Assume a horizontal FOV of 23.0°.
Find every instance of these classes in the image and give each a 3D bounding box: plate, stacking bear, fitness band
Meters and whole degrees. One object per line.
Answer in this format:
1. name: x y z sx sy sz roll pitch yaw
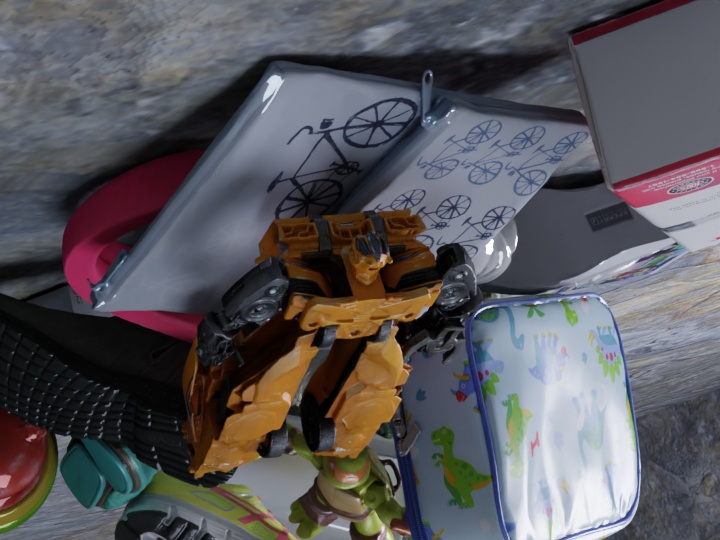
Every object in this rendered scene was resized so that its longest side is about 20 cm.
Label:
1. plate: -0.056 0.148 1.272 0.197 0.033 0.200 11 151 -3
2. stacking bear: -0.253 0.119 1.182 0.120 0.115 0.200 -12 172 -17
3. fitness band: -0.068 -0.011 0.936 0.142 0.038 0.199 -22 154 27

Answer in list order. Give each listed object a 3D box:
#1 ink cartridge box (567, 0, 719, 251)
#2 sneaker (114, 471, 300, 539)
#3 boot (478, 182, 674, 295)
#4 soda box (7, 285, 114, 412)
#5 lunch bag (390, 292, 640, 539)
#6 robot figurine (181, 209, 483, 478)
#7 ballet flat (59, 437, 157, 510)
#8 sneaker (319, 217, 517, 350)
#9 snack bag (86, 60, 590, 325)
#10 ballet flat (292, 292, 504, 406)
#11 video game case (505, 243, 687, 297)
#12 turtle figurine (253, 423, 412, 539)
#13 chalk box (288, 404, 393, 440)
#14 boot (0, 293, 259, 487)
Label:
1. ink cartridge box: 0.204 -0.082 0.895 0.143 0.085 0.200 -18 166 18
2. sneaker: -0.076 0.191 1.235 0.199 0.091 0.078 35 117 -21
3. boot: 0.128 -0.013 1.171 0.198 0.074 0.096 -11 162 -27
4. soda box: -0.151 0.053 1.156 0.068 0.064 0.199 -20 169 25
5. lunch bag: 0.096 0.098 1.083 0.082 0.163 0.199 -13 175 34
6. robot figurine: -0.024 0.036 0.877 0.143 0.059 0.201 -5 147 -23
7. ballet flat: -0.149 0.106 1.126 0.070 0.068 0.200 -36 177 -20
8. sneaker: 0.000 0.000 1.066 0.080 0.071 0.199 -11 168 -44
9. snack bag: -0.009 -0.028 0.860 0.198 0.022 0.189 6 141 -39
10. ballet flat: 0.010 0.043 1.185 0.199 0.072 0.072 -34 169 0
11. video game case: 0.193 -0.018 1.384 0.180 0.023 0.200 -11 167 -20
12. turtle figurine: -0.016 0.138 1.149 0.065 0.199 0.162 -57 168 -23
13. chalk box: 0.018 0.070 1.313 0.123 0.126 0.199 -4 166 -44
14. boot: -0.134 0.039 1.036 0.131 0.198 0.068 -62 174 -47
